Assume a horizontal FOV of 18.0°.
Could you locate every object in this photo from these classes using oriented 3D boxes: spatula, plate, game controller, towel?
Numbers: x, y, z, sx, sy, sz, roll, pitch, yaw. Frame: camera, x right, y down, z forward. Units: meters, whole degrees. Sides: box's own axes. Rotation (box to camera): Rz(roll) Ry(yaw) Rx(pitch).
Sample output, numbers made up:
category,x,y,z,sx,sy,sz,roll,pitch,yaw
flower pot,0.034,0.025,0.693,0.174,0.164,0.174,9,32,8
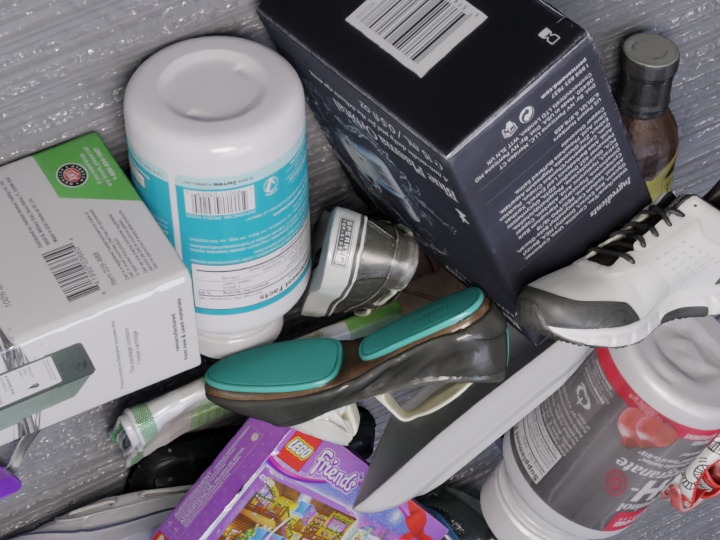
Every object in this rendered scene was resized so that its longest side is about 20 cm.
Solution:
category,x,y,z,sx,sy,sz,roll,pitch,yaw
spatula,-0.212,0.104,1.531,0.200,0.021,0.057,-41,146,2
plate,0.088,0.076,1.507,0.200,0.032,0.200,-41,-175,16
game controller,-0.082,0.150,1.665,0.199,0.042,0.105,-8,146,-30
towel,-0.071,0.078,1.536,0.199,0.031,0.149,-22,175,-12

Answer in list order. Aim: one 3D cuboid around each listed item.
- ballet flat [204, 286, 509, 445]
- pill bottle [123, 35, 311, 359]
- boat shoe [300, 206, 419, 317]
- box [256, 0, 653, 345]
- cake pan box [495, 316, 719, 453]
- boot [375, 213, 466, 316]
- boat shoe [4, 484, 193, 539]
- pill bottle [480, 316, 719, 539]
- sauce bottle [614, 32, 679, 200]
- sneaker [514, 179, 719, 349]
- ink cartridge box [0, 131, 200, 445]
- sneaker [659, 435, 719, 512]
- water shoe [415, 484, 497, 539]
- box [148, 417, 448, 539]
category,x,y,z,sx,sy,sz,roll,pitch,yaw
ballet flat,0.000,0.071,1.418,0.199,0.068,0.069,-15,113,19
pill bottle,-0.086,-0.038,1.421,0.110,0.111,0.201,-20,137,-19
boat shoe,0.000,0.000,1.473,0.063,0.200,0.071,13,88,-5
box,0.063,-0.092,1.401,0.117,0.197,0.200,-42,140,-9
cake pan box,0.183,0.069,1.711,0.199,0.052,0.184,-32,163,-6
boot,0.087,-0.017,1.605,0.199,0.070,0.147,-15,127,-35
boat shoe,-0.179,0.195,1.588,0.199,0.065,0.074,-10,118,14
pill bottle,0.166,0.113,1.551,0.110,0.111,0.200,2,140,-37
sauce bottle,0.193,-0.076,1.623,0.064,0.065,0.201,-17,137,-22
sneaker,0.169,-0.007,1.371,0.199,0.074,0.081,-16,117,-39
ink cartridge box,-0.216,0.020,1.354,0.199,0.146,0.084,-21,139,-17
sneaker,0.196,0.138,1.648,0.067,0.108,0.201,-15,158,-48
water shoe,0.047,0.209,1.787,0.199,0.079,0.072,4,147,-7
box,-0.040,0.182,1.547,0.137,0.039,0.200,-50,137,-2
